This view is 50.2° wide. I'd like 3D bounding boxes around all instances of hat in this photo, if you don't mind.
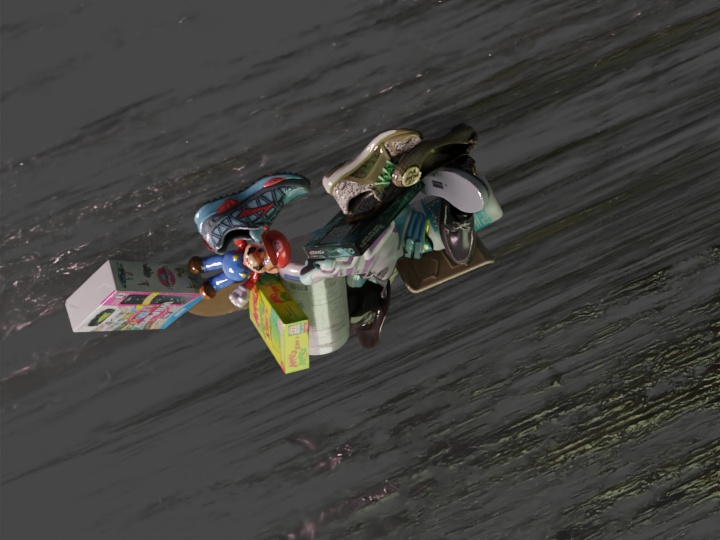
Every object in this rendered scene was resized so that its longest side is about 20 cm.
[{"bbox_3d":[-0.011,0.064,1.604,0.080,0.202,0.201,3,152,-21],"label":"hat"}]

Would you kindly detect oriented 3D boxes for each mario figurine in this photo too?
[{"bbox_3d":[-0.214,-0.014,1.356,0.199,0.107,0.124,-21,136,22],"label":"mario figurine"}]

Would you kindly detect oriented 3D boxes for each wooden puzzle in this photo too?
[{"bbox_3d":[0.160,-0.039,1.639,0.198,0.186,0.047,-19,137,-10],"label":"wooden puzzle"}]

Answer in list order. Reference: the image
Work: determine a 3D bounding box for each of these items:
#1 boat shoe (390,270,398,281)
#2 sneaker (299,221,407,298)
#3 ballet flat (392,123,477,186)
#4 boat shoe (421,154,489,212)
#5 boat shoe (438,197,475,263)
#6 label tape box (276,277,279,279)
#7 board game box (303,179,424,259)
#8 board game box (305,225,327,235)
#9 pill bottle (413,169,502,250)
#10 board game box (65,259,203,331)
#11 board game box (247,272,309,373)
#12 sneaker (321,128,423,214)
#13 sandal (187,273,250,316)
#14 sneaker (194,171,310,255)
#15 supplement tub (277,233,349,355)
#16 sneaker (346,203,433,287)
[{"bbox_3d":[0.062,-0.017,1.724,0.199,0.072,0.065,-36,154,-23],"label":"boat shoe"},{"bbox_3d":[0.000,0.000,1.364,0.199,0.141,0.078,-35,-156,-8],"label":"sneaker"},{"bbox_3d":[0.131,-0.191,1.295,0.199,0.046,0.068,-33,152,-33],"label":"ballet flat"},{"bbox_3d":[0.180,-0.162,1.337,0.090,0.200,0.071,-26,119,-20],"label":"boat shoe"},{"bbox_3d":[0.186,-0.104,1.489,0.072,0.202,0.063,-5,-164,6],"label":"boat shoe"},{"bbox_3d":[-0.104,0.050,1.627,0.198,0.064,0.144,-14,161,-1],"label":"label tape box"},{"bbox_3d":[0.007,-0.093,1.323,0.135,0.028,0.200,-2,-143,48],"label":"board game box"},{"bbox_3d":[-0.031,-0.049,1.602,0.152,0.041,0.200,-23,161,-2],"label":"board game box"},{"bbox_3d":[0.183,-0.114,1.578,0.199,0.112,0.111,-29,160,12],"label":"pill bottle"},{"bbox_3d":[-0.401,0.048,1.384,0.147,0.065,0.199,-35,159,31],"label":"board game box"},{"bbox_3d":[-0.150,0.087,1.392,0.047,0.200,0.103,-12,121,-23],"label":"board game box"},{"bbox_3d":[0.031,-0.163,1.302,0.199,0.089,0.077,-33,159,24],"label":"sneaker"},{"bbox_3d":[-0.257,0.040,1.518,0.209,0.078,0.070,-4,-162,-2],"label":"sandal"},{"bbox_3d":[-0.165,-0.087,1.256,0.198,0.096,0.079,-24,162,1],"label":"sneaker"},{"bbox_3d":[-0.090,0.044,1.471,0.131,0.132,0.202,-17,125,-19],"label":"supplement tub"},{"bbox_3d":[0.061,-0.034,1.445,0.201,0.130,0.080,-63,175,18],"label":"sneaker"}]
